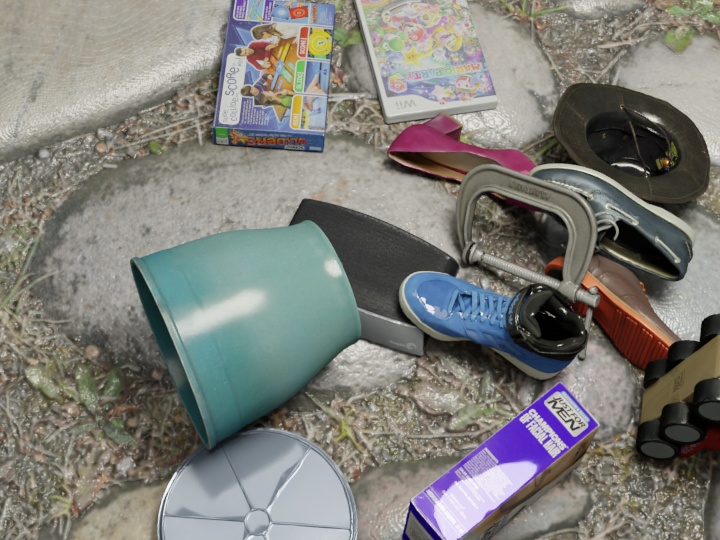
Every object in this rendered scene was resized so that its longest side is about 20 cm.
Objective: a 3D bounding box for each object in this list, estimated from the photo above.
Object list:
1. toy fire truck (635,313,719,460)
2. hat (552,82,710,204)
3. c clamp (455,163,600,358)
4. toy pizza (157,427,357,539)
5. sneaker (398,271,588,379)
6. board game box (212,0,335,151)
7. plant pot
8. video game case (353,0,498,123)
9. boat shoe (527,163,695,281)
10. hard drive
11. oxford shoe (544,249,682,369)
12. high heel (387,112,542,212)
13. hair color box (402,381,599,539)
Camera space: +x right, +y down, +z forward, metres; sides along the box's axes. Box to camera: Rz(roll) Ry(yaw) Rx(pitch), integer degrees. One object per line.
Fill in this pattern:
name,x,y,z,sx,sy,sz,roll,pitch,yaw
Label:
toy fire truck,0.395,0.159,1.262,0.197,0.176,0.130,20,59,-9
hat,0.301,-0.128,1.461,0.197,0.081,0.203,11,50,-14
c clamp,0.179,-0.019,1.377,0.198,0.173,0.027,28,30,28
toy pizza,-0.101,0.253,1.249,0.196,0.032,0.203,2,61,-3
sneaker,0.142,0.041,1.314,0.198,0.111,0.077,28,62,-5
board game box,-0.102,-0.240,1.528,0.133,0.035,0.203,5,60,0
plant pot,-0.106,0.048,1.265,0.186,0.201,0.202,-22,63,-14
video game case,0.079,-0.277,1.572,0.141,0.018,0.203,-9,61,-9
boat shoe,0.266,-0.048,1.370,0.198,0.075,0.062,28,51,-3
hard drive,0.000,0.000,1.393,0.197,0.043,0.136,22,61,9
oxford shoe,0.296,0.039,1.376,0.072,0.072,0.200,-37,68,-27
high heel,0.126,-0.110,1.445,0.095,0.068,0.199,-34,62,-31
hair color box,0.137,0.208,1.244,0.199,0.110,0.065,-36,68,-21
